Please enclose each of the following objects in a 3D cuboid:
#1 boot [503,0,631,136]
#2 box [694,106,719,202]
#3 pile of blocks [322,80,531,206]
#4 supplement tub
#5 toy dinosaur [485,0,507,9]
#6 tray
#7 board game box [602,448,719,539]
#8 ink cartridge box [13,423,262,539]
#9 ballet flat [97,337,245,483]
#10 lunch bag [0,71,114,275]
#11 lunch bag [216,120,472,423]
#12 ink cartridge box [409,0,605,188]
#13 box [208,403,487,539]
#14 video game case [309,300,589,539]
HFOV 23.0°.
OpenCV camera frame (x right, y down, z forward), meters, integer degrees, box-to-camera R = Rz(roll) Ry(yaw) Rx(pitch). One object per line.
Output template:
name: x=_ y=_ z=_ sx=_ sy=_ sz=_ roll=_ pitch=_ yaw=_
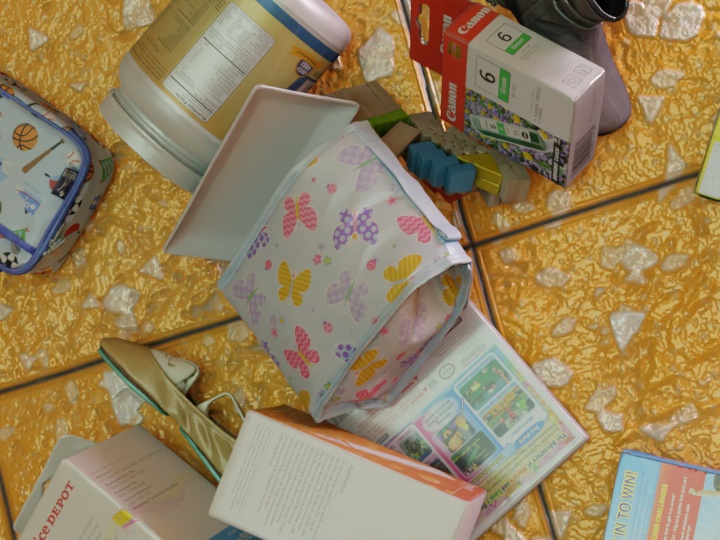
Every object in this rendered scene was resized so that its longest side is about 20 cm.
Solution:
boot: x=0.183 y=-0.201 z=1.464 sx=0.070 sy=0.132 sz=0.200 roll=-38 pitch=102 yaw=-17
box: x=0.364 y=-0.143 z=1.479 sx=0.117 sy=0.048 sz=0.201 roll=18 pitch=94 yaw=16
pile of blocks: x=0.052 y=-0.093 z=1.548 sx=0.200 sy=0.082 sz=0.062 roll=28 pitch=134 yaw=20
supplement tub: x=-0.121 y=-0.181 z=1.566 sx=0.145 sy=0.145 sz=0.200 roll=44 pitch=99 yaw=14
toy dinosaur: x=0.134 y=-0.279 z=1.554 sx=0.200 sy=0.047 sz=0.088 roll=-25 pitch=76 yaw=16
tray: x=-0.091 y=-0.085 z=1.543 sx=0.200 sy=0.107 sz=0.022 roll=-56 pitch=43 yaw=34
board game box: x=0.295 y=0.266 z=1.468 sx=0.195 sy=0.056 sz=0.201 roll=12 pitch=90 yaw=16
ink cartridge box: x=-0.199 y=0.239 z=1.559 sx=0.200 sy=0.125 sz=0.129 roll=38 pitch=114 yaw=15
ballet flat: x=-0.152 y=0.120 z=1.604 sx=0.063 sy=0.069 sz=0.200 roll=-44 pitch=86 yaw=0
lunch bag: x=-0.337 y=-0.090 z=1.660 sx=0.200 sy=0.076 sz=0.161 roll=35 pitch=98 yaw=16
lunch bag: x=0.000 y=0.000 z=1.499 sx=0.170 sy=0.127 sz=0.200 roll=50 pitch=126 yaw=26
ink cartridge box: x=0.109 y=-0.163 z=1.505 sx=0.200 sy=0.109 sz=0.050 roll=31 pitch=58 yaw=23
box: x=-0.008 y=0.196 z=1.492 sx=0.199 sy=0.124 sz=0.098 roll=22 pitch=92 yaw=11
video game case: x=0.068 y=0.144 z=1.557 sx=0.200 sy=0.024 sz=0.182 roll=-43 pitch=77 yaw=9
